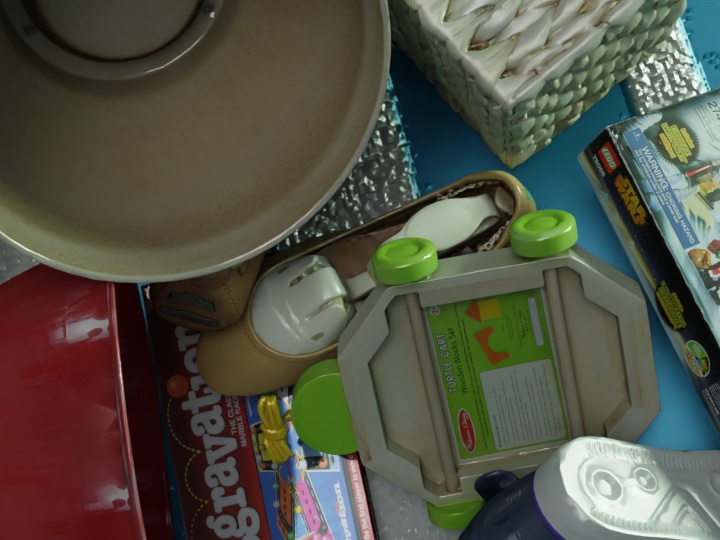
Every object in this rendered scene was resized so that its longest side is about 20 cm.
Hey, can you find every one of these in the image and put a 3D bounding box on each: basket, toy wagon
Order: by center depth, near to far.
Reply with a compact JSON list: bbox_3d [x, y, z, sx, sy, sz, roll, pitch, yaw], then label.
[{"bbox_3d":[0.082,-0.144,0.722,0.135,0.200,0.124,-40,83,2],"label":"basket"},{"bbox_3d":[0.047,0.055,0.737,0.199,0.040,0.156,-10,114,6],"label":"toy wagon"}]

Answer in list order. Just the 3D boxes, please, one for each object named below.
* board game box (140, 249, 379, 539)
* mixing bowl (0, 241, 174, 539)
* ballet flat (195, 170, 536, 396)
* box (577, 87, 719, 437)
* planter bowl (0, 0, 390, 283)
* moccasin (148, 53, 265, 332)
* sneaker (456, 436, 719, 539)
[{"bbox_3d":[-0.052,0.094,0.796,0.102,0.019,0.201,-14,79,9],"label":"board game box"},{"bbox_3d":[-0.155,0.085,0.714,0.108,0.200,0.201,-7,80,-4],"label":"mixing bowl"},{"bbox_3d":[0.000,0.000,0.764,0.199,0.063,0.069,-29,77,-5],"label":"ballet flat"},{"bbox_3d":[0.212,0.003,0.724,0.136,0.040,0.201,-20,77,-23],"label":"box"},{"bbox_3d":[-0.100,-0.114,0.658,0.200,0.201,0.135,-34,35,3],"label":"planter bowl"},{"bbox_3d":[-0.067,-0.068,0.767,0.073,0.078,0.202,19,55,0],"label":"moccasin"},{"bbox_3d":[0.136,0.157,0.733,0.199,0.147,0.081,17,43,-23],"label":"sneaker"}]
